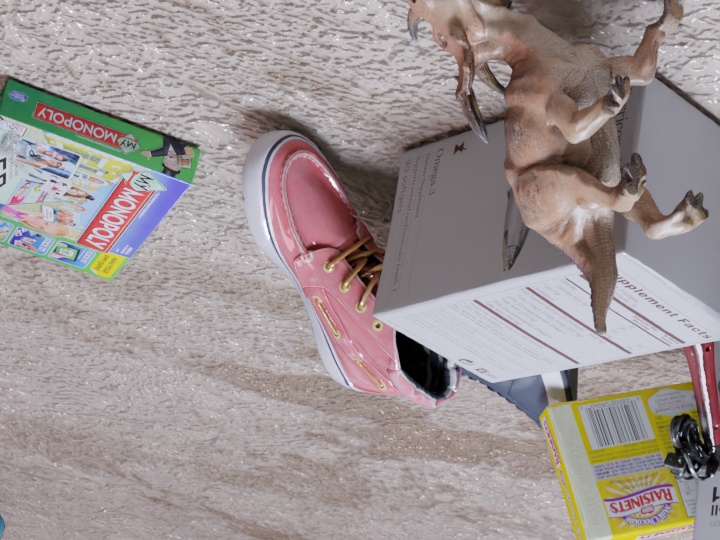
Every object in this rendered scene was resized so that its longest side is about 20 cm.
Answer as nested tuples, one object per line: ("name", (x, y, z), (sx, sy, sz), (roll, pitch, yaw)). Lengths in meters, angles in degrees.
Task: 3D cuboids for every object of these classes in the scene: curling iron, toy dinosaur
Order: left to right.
("toy dinosaur", (0.100, -0.068, 0.983), (0.135, 0.202, 0.086), (-7, -176, 40))
("curling iron", (0.209, 0.045, 1.178), (0.025, 0.049, 0.202), (8, 114, 32))

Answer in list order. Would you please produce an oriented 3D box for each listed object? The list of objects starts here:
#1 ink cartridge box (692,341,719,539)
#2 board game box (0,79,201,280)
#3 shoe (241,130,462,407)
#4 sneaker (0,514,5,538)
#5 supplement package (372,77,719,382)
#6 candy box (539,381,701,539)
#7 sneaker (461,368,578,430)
("ink cartridge box", (0.303, 0.122, 1.229), (0.145, 0.202, 0.084), (-6, 153, 32))
("board game box", (-0.203, -0.057, 1.281), (0.134, 0.029, 0.200), (20, 154, -16))
("shoe", (0.000, 0.000, 1.184), (0.091, 0.071, 0.201), (13, 137, 45))
("sneaker", (-0.497, 0.267, 2.074), (0.198, 0.080, 0.096), (-6, 142, 16))
("supplement package", (0.121, -0.019, 1.110), (0.117, 0.118, 0.199), (30, 149, -35))
("candy box", (0.231, 0.129, 1.312), (0.198, 0.103, 0.026), (-7, 157, -18))
("sneaker", (0.080, 0.058, 1.331), (0.145, 0.077, 0.203), (-4, 146, 14))
